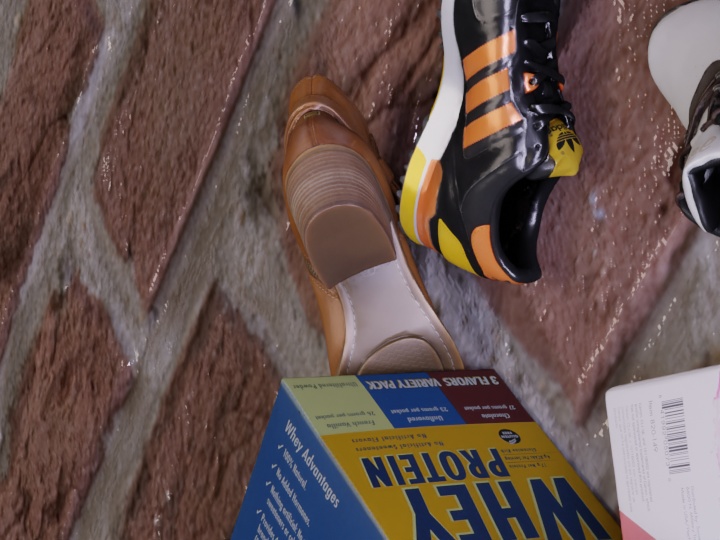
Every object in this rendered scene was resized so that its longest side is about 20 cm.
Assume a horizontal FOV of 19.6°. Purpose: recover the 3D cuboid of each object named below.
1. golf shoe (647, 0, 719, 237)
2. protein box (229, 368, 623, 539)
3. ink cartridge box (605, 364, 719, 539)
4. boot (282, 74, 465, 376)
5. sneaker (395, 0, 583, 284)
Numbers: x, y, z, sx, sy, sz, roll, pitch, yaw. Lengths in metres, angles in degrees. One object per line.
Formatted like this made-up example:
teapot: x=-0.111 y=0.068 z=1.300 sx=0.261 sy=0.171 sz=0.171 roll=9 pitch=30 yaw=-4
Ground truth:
golf shoe: x=0.165 y=-0.061 z=0.878 sx=0.200 sy=0.094 sz=0.078 roll=51 pitch=133 yaw=48
protein box: x=0.030 y=0.190 z=1.066 sx=0.199 sy=0.135 sz=0.200 roll=53 pitch=134 yaw=45
ink cartridge box: x=0.191 y=0.091 z=0.863 sx=0.200 sy=0.067 sz=0.117 roll=-19 pitch=75 yaw=59
boot: x=0.000 y=0.000 z=1.163 sx=0.155 sy=0.077 sz=0.200 roll=-102 pitch=-11 yaw=-57
sneaker: x=0.084 y=-0.089 z=1.048 sx=0.090 sy=0.070 sz=0.200 roll=32 pitch=119 yaw=37
